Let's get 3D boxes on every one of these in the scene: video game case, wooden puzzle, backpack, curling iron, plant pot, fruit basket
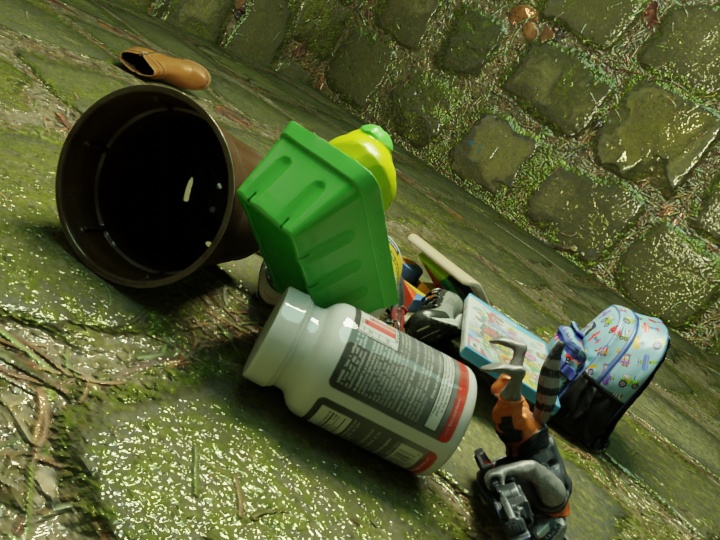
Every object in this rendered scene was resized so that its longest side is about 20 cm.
[{"bbox_3d":[0.204,0.108,0.917,0.143,0.018,0.200,33,20,-1],"label":"video game case"},{"bbox_3d":[0.075,0.023,1.109,0.200,0.046,0.185,41,20,32],"label":"wooden puzzle"},{"bbox_3d":[0.356,0.136,0.989,0.134,0.200,0.183,35,18,5],"label":"backpack"},{"bbox_3d":[0.054,0.056,0.945,0.026,0.050,0.200,-1,25,9],"label":"curling iron"},{"bbox_3d":[-0.189,-0.084,0.742,0.200,0.200,0.198,34,10,12],"label":"plant pot"},{"bbox_3d":[-0.013,-0.067,0.699,0.155,0.216,0.216,39,18,33],"label":"fruit basket"},{"bbox_3d":[0.168,0.039,1.140,0.200,0.037,0.185,51,-5,-41],"label":"wooden puzzle"}]

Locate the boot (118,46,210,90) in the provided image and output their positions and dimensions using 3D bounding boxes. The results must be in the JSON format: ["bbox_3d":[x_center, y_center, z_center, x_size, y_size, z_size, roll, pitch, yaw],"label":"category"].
[{"bbox_3d":[-0.470,-0.487,1.595,0.200,0.077,0.155,25,15,-9],"label":"boot"}]

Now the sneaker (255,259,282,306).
[{"bbox_3d":[-0.078,-0.040,0.831,0.074,0.080,0.200,33,55,-8],"label":"sneaker"}]

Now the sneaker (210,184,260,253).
[{"bbox_3d":[-0.122,-0.079,0.958,0.200,0.109,0.070,25,18,-19],"label":"sneaker"}]

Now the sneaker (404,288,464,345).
[{"bbox_3d":[0.106,0.065,0.957,0.200,0.074,0.079,5,61,-68],"label":"sneaker"}]

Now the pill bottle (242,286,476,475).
[{"bbox_3d":[-0.001,0.101,0.629,0.200,0.116,0.116,29,17,-8],"label":"pill bottle"}]

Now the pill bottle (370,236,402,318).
[{"bbox_3d":[0.000,0.000,0.932,0.112,0.112,0.200,31,17,1],"label":"pill bottle"}]

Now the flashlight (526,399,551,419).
[{"bbox_3d":[0.217,0.149,0.970,0.068,0.068,0.200,25,22,-26],"label":"flashlight"}]

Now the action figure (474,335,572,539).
[{"bbox_3d":[0.158,0.171,0.611,0.104,0.194,0.200,-12,5,3],"label":"action figure"}]
